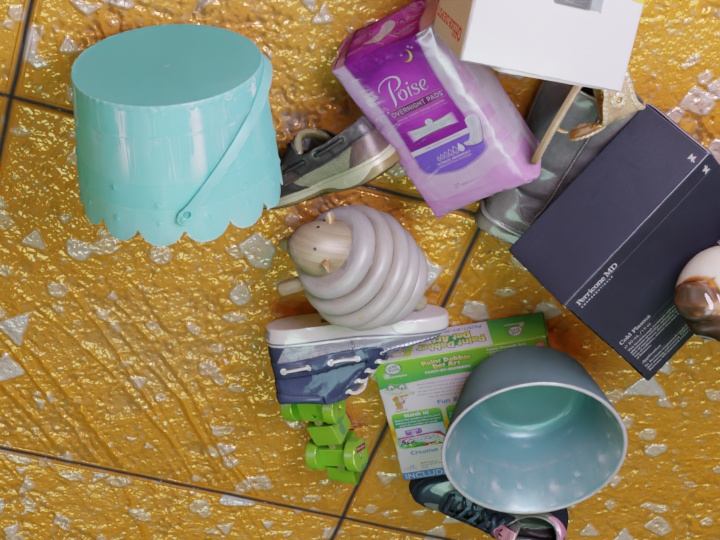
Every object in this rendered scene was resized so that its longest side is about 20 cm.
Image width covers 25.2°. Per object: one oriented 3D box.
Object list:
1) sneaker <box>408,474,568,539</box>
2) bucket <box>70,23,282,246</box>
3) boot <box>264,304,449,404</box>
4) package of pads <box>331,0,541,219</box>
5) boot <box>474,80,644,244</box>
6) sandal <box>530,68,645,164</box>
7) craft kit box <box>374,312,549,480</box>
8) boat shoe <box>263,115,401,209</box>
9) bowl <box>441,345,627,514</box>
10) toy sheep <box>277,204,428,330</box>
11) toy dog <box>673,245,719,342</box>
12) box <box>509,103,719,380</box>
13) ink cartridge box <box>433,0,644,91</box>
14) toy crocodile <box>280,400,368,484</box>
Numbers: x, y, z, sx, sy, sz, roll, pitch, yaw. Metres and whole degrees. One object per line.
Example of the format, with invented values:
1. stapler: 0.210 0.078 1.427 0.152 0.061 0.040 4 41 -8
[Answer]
1. sneaker: 0.156 0.287 1.925 0.199 0.082 0.070 9 130 -9
2. bucket: -0.171 -0.131 1.487 0.206 0.208 0.135 -2 123 1
3. boot: 0.000 0.091 1.742 0.199 0.073 0.091 -6 105 6
4. package of pads: 0.076 -0.153 1.528 0.120 0.076 0.200 -23 118 28
5. boot: 0.226 -0.099 1.613 0.181 0.073 0.201 19 121 -19
6. sandal: 0.237 -0.176 1.482 0.069 0.078 0.213 29 97 3
7. craft kit box: 0.125 0.146 1.831 0.199 0.049 0.198 -9 133 6
8. boat shoe: -0.041 -0.108 1.567 0.200 0.072 0.066 -12 107 51
9. bowl: 0.184 0.159 1.747 0.199 0.105 0.202 0 131 0
10. toy sheep: 0.000 0.000 1.650 0.138 0.138 0.200 -36 144 26
11. toy dog: 0.379 -0.007 1.477 0.200 0.140 0.194 -42 90 23
12. box: 0.282 -0.026 1.579 0.200 0.104 0.182 -46 135 5
13. ink cartridge box: 0.160 -0.272 1.359 0.145 0.147 0.201 9 108 -10
14. toy crocodile: -0.037 0.173 1.841 0.067 0.062 0.201 -3 128 27
